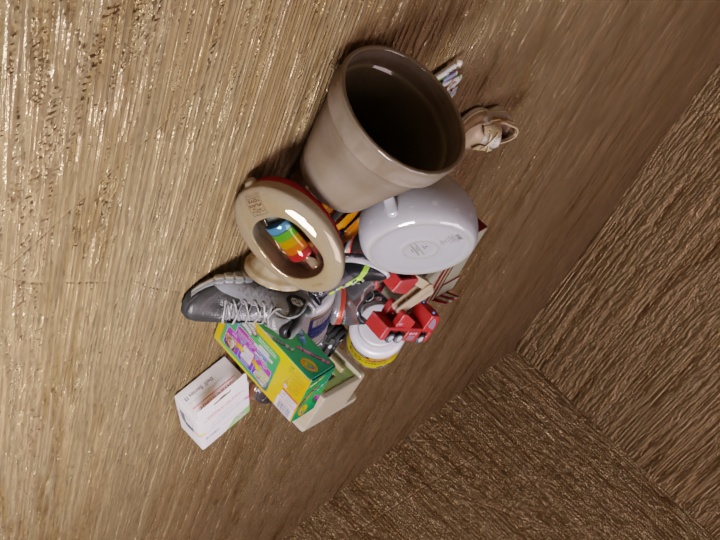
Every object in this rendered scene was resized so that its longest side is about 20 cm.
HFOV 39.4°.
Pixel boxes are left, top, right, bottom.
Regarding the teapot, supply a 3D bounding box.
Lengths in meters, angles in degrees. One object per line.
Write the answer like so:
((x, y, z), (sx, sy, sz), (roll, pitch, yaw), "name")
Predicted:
((0.083, -0.096, 1.540), (0.196, 0.147, 0.200), (5, 152, -17), "teapot")

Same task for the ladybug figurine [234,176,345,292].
((-0.092, -0.057, 1.381), (0.135, 0.200, 0.072), (-12, -143, 32), "ladybug figurine")

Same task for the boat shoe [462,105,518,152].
((0.230, -0.253, 1.836), (0.200, 0.069, 0.074), (-26, 154, -49), "boat shoe")

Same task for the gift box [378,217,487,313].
((0.111, -0.040, 1.848), (0.199, 0.185, 0.187), (-18, 146, -46), "gift box")

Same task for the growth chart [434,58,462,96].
((0.112, -0.261, 1.627), (0.145, 0.018, 0.200), (-40, 163, -22), "growth chart")

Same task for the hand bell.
((-0.097, -0.080, 1.457), (0.104, 0.104, 0.201), (-25, 142, -50), "hand bell")

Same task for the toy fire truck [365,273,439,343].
((0.081, 0.056, 1.718), (0.199, 0.049, 0.141), (7, 124, -51), "toy fire truck")

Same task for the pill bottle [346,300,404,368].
((0.030, 0.122, 1.915), (0.109, 0.109, 0.200), (-43, 172, -11), "pill bottle")

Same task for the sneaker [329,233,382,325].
((0.000, 0.000, 1.733), (0.077, 0.081, 0.201), (-140, -119, -81), "sneaker")

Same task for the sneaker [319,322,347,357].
((-0.101, 0.127, 1.864), (0.200, 0.099, 0.071), (-29, 158, -41), "sneaker")

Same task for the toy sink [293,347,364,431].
((-0.082, 0.221, 2.077), (0.200, 0.130, 0.112), (-20, 149, -54), "toy sink")

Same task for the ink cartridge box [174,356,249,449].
((-0.259, 0.228, 1.768), (0.117, 0.067, 0.200), (-39, 163, -22), "ink cartridge box")

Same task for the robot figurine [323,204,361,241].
((-0.012, -0.109, 1.607), (0.200, 0.058, 0.145), (-45, 164, -2), "robot figurine")

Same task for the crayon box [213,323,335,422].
((-0.140, 0.127, 1.593), (0.058, 0.200, 0.119), (-29, 157, -40), "crayon box")

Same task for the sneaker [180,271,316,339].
((-0.153, 0.059, 1.470), (0.199, 0.116, 0.075), (-12, 134, -27), "sneaker")

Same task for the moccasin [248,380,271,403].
((-0.162, 0.190, 1.893), (0.201, 0.077, 0.074), (-42, 155, -59), "moccasin")

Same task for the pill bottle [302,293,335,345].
((-0.107, 0.074, 1.706), (0.111, 0.111, 0.200), (-37, 161, -28), "pill bottle")

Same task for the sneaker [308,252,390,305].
((-0.052, 0.017, 1.599), (0.072, 0.199, 0.083), (118, -24, -77), "sneaker")

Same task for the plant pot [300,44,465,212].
((0.011, -0.169, 1.344), (0.200, 0.201, 0.173), (-27, 172, -47), "plant pot")

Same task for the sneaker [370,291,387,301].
((0.032, 0.027, 1.947), (0.120, 0.084, 0.200), (-28, 168, -8), "sneaker")
